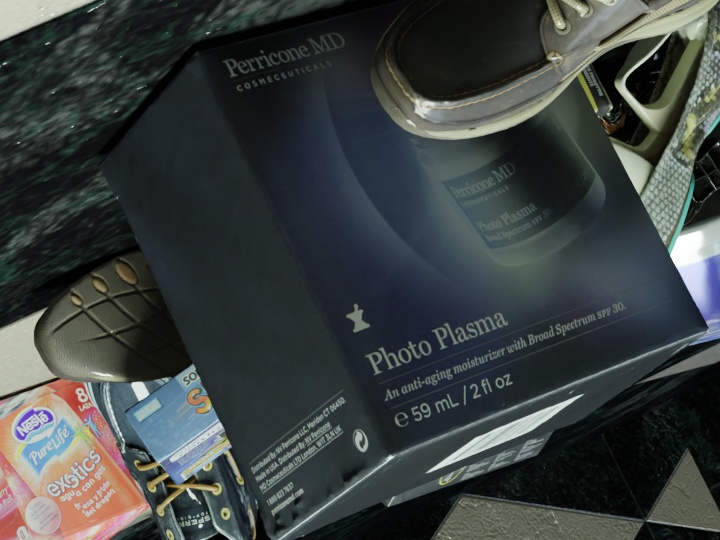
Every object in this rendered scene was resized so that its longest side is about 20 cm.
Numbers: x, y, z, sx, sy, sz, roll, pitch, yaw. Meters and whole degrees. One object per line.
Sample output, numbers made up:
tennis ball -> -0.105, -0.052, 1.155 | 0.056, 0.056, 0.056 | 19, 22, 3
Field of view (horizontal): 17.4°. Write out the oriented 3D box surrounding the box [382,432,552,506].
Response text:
box -> 0.031, 0.084, 1.689 | 0.199, 0.161, 0.049 | -11, 140, -53

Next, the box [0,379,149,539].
box -> -0.234, 0.157, 1.566 | 0.094, 0.103, 0.200 | -20, 167, -38

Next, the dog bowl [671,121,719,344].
dog bowl -> 0.204, -0.039, 1.465 | 0.199, 0.079, 0.200 | -19, -153, 10

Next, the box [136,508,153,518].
box -> -0.121, 0.114, 1.654 | 0.077, 0.095, 0.200 | -29, 171, 15

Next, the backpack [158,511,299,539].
backpack -> -0.103, 0.252, 1.601 | 0.181, 0.136, 0.200 | -19, -167, -12

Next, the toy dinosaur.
toy dinosaur -> 0.178, -0.100, 1.417 | 0.200, 0.102, 0.136 | -41, -168, 0

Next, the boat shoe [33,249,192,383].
boat shoe -> -0.100, 0.026, 1.328 | 0.199, 0.075, 0.073 | -17, 166, -38

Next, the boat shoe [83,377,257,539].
boat shoe -> -0.111, 0.122, 1.469 | 0.070, 0.091, 0.201 | -23, 133, 8

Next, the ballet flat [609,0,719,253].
ballet flat -> 0.162, -0.076, 1.313 | 0.201, 0.072, 0.072 | -64, 165, 2

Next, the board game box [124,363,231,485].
board game box -> -0.035, 0.042, 1.306 | 0.199, 0.035, 0.135 | -36, 172, -7

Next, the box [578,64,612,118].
box -> 0.037, -0.070, 1.260 | 0.199, 0.050, 0.075 | -19, 167, -36

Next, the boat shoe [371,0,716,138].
boat shoe -> 0.090, -0.127, 1.040 | 0.199, 0.075, 0.073 | -31, 165, -26

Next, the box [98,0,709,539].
box -> 0.019, -0.011, 1.085 | 0.199, 0.199, 0.123 | -19, 166, -36
